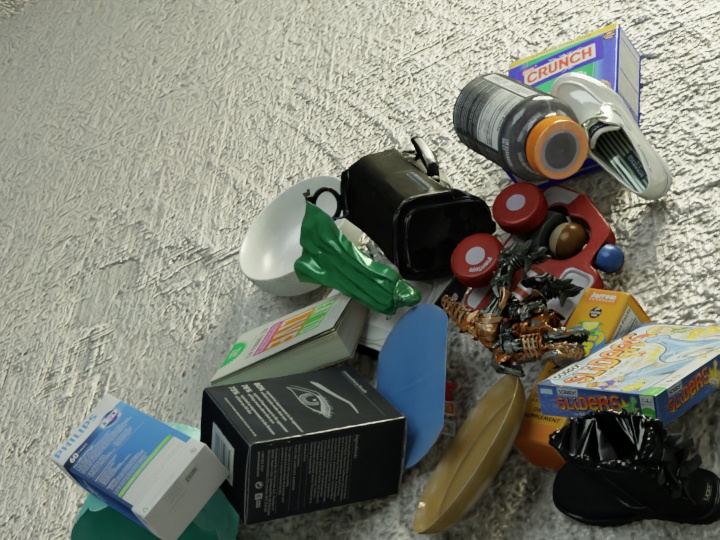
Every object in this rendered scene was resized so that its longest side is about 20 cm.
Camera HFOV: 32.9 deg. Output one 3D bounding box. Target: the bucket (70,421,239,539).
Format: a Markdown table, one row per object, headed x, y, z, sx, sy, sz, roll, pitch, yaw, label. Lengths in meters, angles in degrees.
| x | y | z | sx | sy | sz | roll | pitch | yaw | label |
| --- | --- | --- | --- | --- | --- | --- | --- | --- | --- |
| -0.240 | 0.290 | 1.491 | 0.207 | 0.207 | 0.135 | -21 | 36 | 29 | bucket |

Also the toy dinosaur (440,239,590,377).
| x | y | z | sx | sy | sz | roll | pitch | yaw | label |
| --- | --- | --- | --- | --- | --- | --- | --- | --- | --- |
| 0.163 | 0.046 | 1.315 | 0.200 | 0.102 | 0.136 | 22 | 74 | 28 | toy dinosaur |

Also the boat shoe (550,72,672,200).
| x | y | z | sx | sy | sz | roll | pitch | yaw | label |
| --- | --- | --- | --- | --- | --- | --- | --- | --- | --- |
| 0.298 | -0.168 | 1.468 | 0.200 | 0.067 | 0.074 | 48 | 114 | 21 | boat shoe |

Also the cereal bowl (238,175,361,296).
| x | y | z | sx | sy | sz | roll | pitch | yaw | label |
| --- | --- | --- | --- | --- | --- | --- | --- | --- | --- |
| -0.076 | -0.039 | 1.777 | 0.200 | 0.083 | 0.200 | -27 | 37 | 22 | cereal bowl |

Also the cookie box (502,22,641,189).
| x | y | z | sx | sy | sz | roll | pitch | yaw | label |
| --- | --- | --- | --- | --- | --- | --- | --- | --- | --- |
| 0.279 | -0.217 | 1.623 | 0.171 | 0.075 | 0.200 | -18 | 41 | 31 | cookie box |

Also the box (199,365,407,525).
| x | y | z | sx | sy | sz | roll | pitch | yaw | label |
| --- | --- | --- | --- | --- | --- | --- | --- | --- | --- |
| -0.068 | 0.196 | 1.405 | 0.200 | 0.104 | 0.148 | -5 | 23 | -26 | box |

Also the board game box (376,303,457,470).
| x | y | z | sx | sy | sz | roll | pitch | yaw | label |
| --- | --- | --- | --- | --- | --- | --- | --- | --- | --- |
| 0.073 | 0.142 | 1.450 | 0.158 | 0.039 | 0.200 | -33 | 47 | 54 | board game box |

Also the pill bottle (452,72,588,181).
| x | y | z | sx | sy | sz | roll | pitch | yaw | label |
| --- | --- | --- | --- | --- | --- | --- | --- | --- | --- |
| 0.198 | -0.170 | 1.483 | 0.106 | 0.106 | 0.200 | -43 | 29 | -1 | pill bottle |

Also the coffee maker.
| x | y | z | sx | sy | sz | roll | pitch | yaw | label |
| --- | --- | --- | --- | --- | --- | --- | --- | --- | --- |
| 0.052 | -0.068 | 1.597 | 0.192 | 0.135 | 0.200 | -29 | 27 | -4 | coffee maker |

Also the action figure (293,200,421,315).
| x | y | z | sx | sy | sz | roll | pitch | yaw | label |
| --- | --- | --- | --- | --- | --- | --- | --- | --- | --- |
| 0.000 | 0.000 | 1.531 | 0.055 | 0.118 | 0.200 | -23 | 39 | -36 | action figure |

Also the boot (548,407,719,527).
| x | y | z | sx | sy | sz | roll | pitch | yaw | label |
| --- | --- | --- | --- | --- | --- | --- | --- | --- | --- |
| 0.234 | 0.187 | 1.149 | 0.198 | 0.162 | 0.073 | -5 | 61 | 43 | boot |

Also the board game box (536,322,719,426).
| x | y | z | sx | sy | sz | roll | pitch | yaw | label |
| --- | --- | --- | --- | --- | --- | --- | --- | --- | --- |
| 0.289 | 0.100 | 1.210 | 0.135 | 0.034 | 0.200 | 0 | 16 | 45 | board game box |

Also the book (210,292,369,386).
| x | y | z | sx | sy | sz | roll | pitch | yaw | label |
| --- | --- | --- | --- | --- | --- | --- | --- | --- | --- |
| -0.088 | 0.093 | 1.599 | 0.200 | 0.048 | 0.134 | -24 | 19 | 25 | book |

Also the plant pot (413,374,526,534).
| x | y | z | sx | sy | sz | roll | pitch | yaw | label |
| --- | --- | --- | --- | --- | --- | --- | --- | --- | --- |
| 0.121 | 0.199 | 1.297 | 0.200 | 0.027 | 0.200 | -56 | 3 | 4 | plant pot |

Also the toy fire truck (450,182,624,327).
| x | y | z | sx | sy | sz | roll | pitch | yaw | label |
| --- | --- | --- | --- | --- | --- | --- | --- | --- | --- |
| 0.218 | -0.004 | 1.434 | 0.168 | 0.112 | 0.200 | 28 | 74 | 40 | toy fire truck |

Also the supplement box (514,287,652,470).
| x | y | z | sx | sy | sz | roll | pitch | yaw | label |
| --- | --- | --- | --- | --- | --- | --- | --- | --- | --- |
| 0.239 | 0.116 | 1.312 | 0.067 | 0.069 | 0.200 | 6 | 55 | 46 | supplement box |

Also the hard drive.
| x | y | z | sx | sy | sz | roll | pitch | yaw | label |
| --- | --- | --- | --- | --- | --- | --- | --- | --- | --- |
| 0.032 | 0.048 | 1.617 | 0.200 | 0.038 | 0.140 | 16 | 64 | 52 | hard drive |

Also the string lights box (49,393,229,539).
| x | y | z | sx | sy | sz | roll | pitch | yaw | label |
| --- | --- | --- | --- | --- | --- | --- | --- | --- | --- |
| -0.251 | 0.218 | 1.369 | 0.200 | 0.059 | 0.103 | 17 | 60 | 45 | string lights box |
